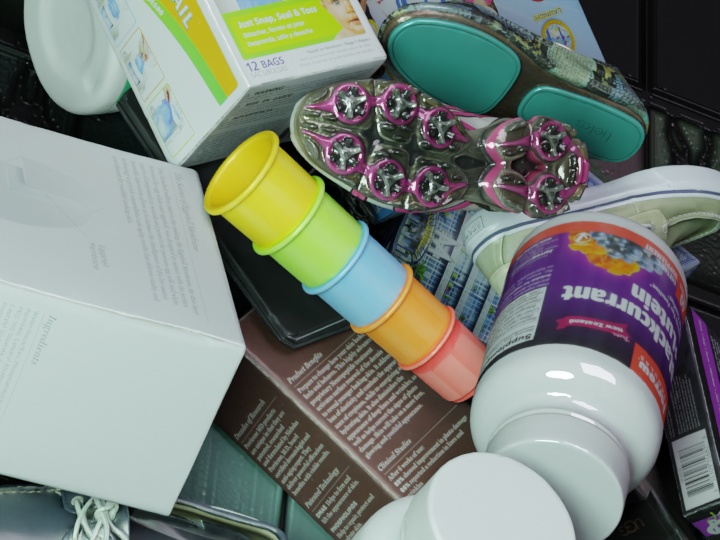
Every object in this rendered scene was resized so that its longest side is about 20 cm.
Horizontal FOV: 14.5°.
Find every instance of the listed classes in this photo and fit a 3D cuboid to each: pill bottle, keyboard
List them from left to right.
[{"bbox_3d":[-0.105,-0.166,1.814,0.199,0.113,0.113,-10,62,-37],"label":"pill bottle"},{"bbox_3d":[-0.054,-0.047,1.722,0.127,0.021,0.200,-21,68,-35],"label":"keyboard"},{"bbox_3d":[0.034,0.189,1.557,0.114,0.200,0.115,16,49,-19],"label":"pill bottle"},{"bbox_3d":[0.124,0.066,1.633,0.111,0.112,0.200,29,38,-8],"label":"pill bottle"}]

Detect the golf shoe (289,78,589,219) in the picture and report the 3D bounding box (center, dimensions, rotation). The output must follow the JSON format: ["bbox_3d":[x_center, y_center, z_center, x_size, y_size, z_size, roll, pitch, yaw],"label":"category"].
[{"bbox_3d":[0.035,-0.067,1.680,0.199,0.092,0.073,11,86,-34],"label":"golf shoe"}]

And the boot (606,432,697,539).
[{"bbox_3d":[0.192,0.128,1.770,0.201,0.069,0.174,58,30,-19],"label":"boot"}]

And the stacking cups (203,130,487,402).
[{"bbox_3d":[0.000,0.000,1.655,0.200,0.060,0.061,39,42,-25],"label":"stacking cups"}]

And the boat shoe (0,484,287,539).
[{"bbox_3d":[-0.137,0.151,1.582,0.199,0.062,0.075,16,51,-19],"label":"boat shoe"}]

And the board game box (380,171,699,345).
[{"bbox_3d":[0.116,-0.003,1.856,0.199,0.062,0.201,28,46,-8],"label":"board game box"}]

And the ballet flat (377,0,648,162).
[{"bbox_3d":[0.091,-0.127,1.764,0.199,0.074,0.075,26,45,-29],"label":"ballet flat"}]

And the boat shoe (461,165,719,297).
[{"bbox_3d":[0.157,-0.018,1.809,0.199,0.072,0.062,-11,67,-25],"label":"boat shoe"}]

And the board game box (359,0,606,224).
[{"bbox_3d":[0.054,-0.153,1.814,0.199,0.056,0.197,-21,86,-39],"label":"board game box"}]

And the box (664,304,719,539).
[{"bbox_3d":[0.243,0.126,1.778,0.200,0.036,0.144,41,33,-48],"label":"box"}]

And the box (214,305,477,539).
[{"bbox_3d":[0.002,0.100,1.700,0.200,0.075,0.100,45,46,6],"label":"box"}]

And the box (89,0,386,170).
[{"bbox_3d":[-0.091,-0.178,1.688,0.112,0.101,0.201,-15,73,-38],"label":"box"}]

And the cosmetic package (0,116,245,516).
[{"bbox_3d":[-0.187,0.014,1.576,0.199,0.123,0.200,15,26,-19],"label":"cosmetic package"}]
